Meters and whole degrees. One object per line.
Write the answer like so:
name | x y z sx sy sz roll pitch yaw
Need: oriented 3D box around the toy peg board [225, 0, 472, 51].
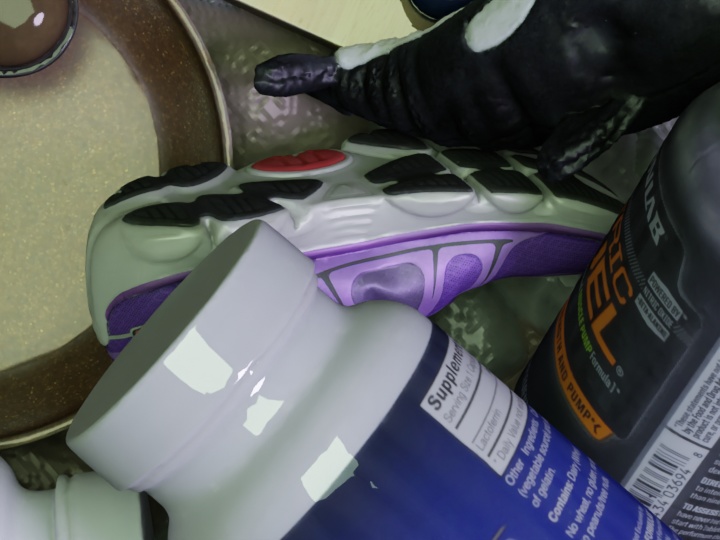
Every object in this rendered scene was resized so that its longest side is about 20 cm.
toy peg board | 0.000 -0.187 0.955 0.199 0.098 0.200 24 88 -1

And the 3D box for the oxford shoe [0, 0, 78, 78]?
oxford shoe | -0.178 -0.129 0.910 0.200 0.084 0.073 34 86 -17

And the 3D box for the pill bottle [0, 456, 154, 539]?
pill bottle | -0.169 0.119 0.931 0.199 0.111 0.112 -6 88 -2

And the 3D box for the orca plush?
orca plush | 0.057 -0.066 0.907 0.199 0.105 0.071 -3 51 19

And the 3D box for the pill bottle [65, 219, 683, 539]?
pill bottle | 0.012 0.082 0.866 0.200 0.116 0.116 41 87 -8

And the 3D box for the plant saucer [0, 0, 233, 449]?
plant saucer | -0.145 -0.035 0.975 0.200 0.037 0.201 0 88 -3

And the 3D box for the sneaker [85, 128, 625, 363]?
sneaker | 0.000 0.000 0.957 0.199 0.081 0.084 -8 113 -17

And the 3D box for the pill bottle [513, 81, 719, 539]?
pill bottle | 0.131 0.007 0.894 0.106 0.200 0.106 13 47 -14
